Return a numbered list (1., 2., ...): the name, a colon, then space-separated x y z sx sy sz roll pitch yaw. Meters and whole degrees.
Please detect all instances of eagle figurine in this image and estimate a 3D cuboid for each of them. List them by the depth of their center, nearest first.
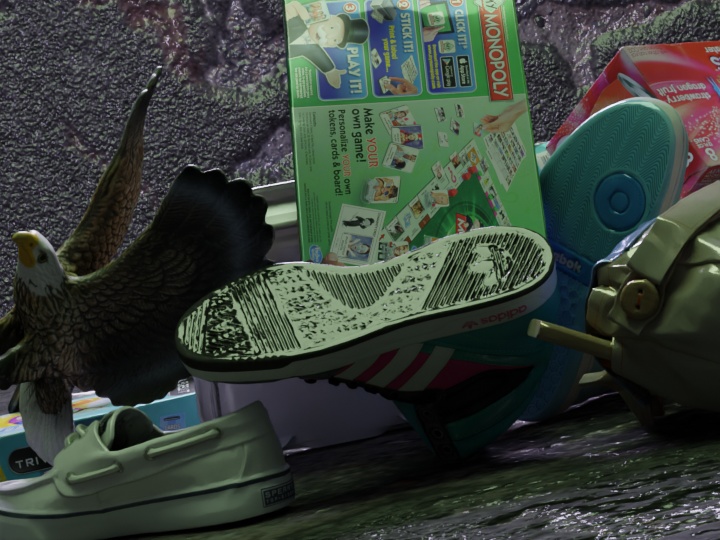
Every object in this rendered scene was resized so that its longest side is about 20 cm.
1. eagle figurine: -0.147 0.005 1.309 0.200 0.152 0.151 -35 2 -9

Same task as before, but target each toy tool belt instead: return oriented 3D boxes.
1. toy tool belt: 0.165 0.017 1.252 0.123 0.125 0.200 -2 6 18

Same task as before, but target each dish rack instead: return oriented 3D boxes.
1. dish rack: -0.014 0.032 1.397 0.171 0.200 0.044 -11 45 -8

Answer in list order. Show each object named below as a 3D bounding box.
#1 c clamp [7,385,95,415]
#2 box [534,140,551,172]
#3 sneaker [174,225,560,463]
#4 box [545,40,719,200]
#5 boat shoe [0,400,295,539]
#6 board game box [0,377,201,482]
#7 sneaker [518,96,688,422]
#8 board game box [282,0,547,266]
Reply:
1. c clamp: -0.155 0.066 1.648 0.170 0.027 0.200 -8 -22 -16
2. box: 0.140 -0.018 1.635 0.082 0.049 0.200 -18 -30 -7
3. sneaker: 0.012 0.050 1.264 0.199 0.121 0.084 -10 43 6
4. box: 0.228 -0.077 1.493 0.200 0.100 0.096 -7 -35 -42
5. boat shoe: -0.123 0.105 1.283 0.200 0.066 0.074 -10 4 28
6. board game box: -0.175 0.109 1.567 0.199 0.047 0.151 -13 3 -4
7. sneaker: 0.150 -0.011 1.377 0.080 0.200 0.130 39 26 29
8. board game box: 0.029 -0.072 1.336 0.134 0.200 0.029 -3 -34 -3
